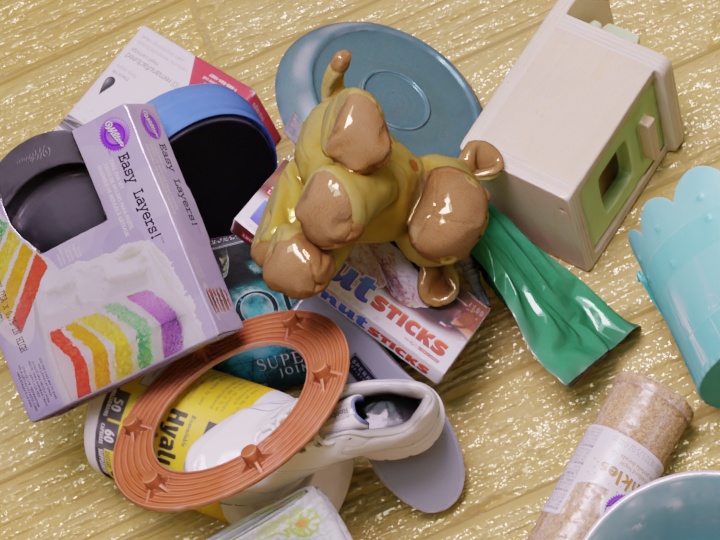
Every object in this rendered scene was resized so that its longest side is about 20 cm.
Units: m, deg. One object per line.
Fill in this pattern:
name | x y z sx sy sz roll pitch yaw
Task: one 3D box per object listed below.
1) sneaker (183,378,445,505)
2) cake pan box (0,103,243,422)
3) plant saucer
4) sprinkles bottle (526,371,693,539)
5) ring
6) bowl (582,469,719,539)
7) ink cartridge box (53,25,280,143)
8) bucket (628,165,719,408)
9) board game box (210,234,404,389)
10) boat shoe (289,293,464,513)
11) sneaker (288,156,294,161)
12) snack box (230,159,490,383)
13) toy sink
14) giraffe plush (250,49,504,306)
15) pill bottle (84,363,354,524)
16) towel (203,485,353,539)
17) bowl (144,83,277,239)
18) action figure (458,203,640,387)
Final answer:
sneaker | -0.035 0.114 1.198 0.199 0.087 0.075 -18 74 -6
cake pan box | -0.207 -0.009 1.259 0.184 0.052 0.201 -23 85 18
plant saucer | 0.025 -0.137 1.381 0.199 0.027 0.201 14 52 -18
sprinkles bottle | 0.175 0.174 1.228 0.068 0.068 0.200 24 73 25
ring | -0.099 0.096 1.202 0.200 0.019 0.201 -22 32 15
bowl | 0.246 0.251 1.148 0.200 0.105 0.202 -6 63 13
ink cartridge box | -0.193 -0.096 1.461 0.146 0.083 0.200 32 76 26
bucket | 0.312 0.006 1.200 0.206 0.207 0.135 -17 63 8
board game box | -0.036 0.022 1.338 0.199 0.136 0.028 -14 19 10
boat shoe | 0.015 0.100 1.299 0.073 0.065 0.201 -32 91 -1
sneaker | -0.012 -0.095 1.396 0.075 0.105 0.201 4 65 22
snack box | 0.000 0.000 1.269 0.200 0.024 0.072 36 62 4
toy sink | 0.189 -0.124 1.337 0.112 0.130 0.200 27 74 26
giraffe plush | 0.024 -0.050 1.218 0.173 0.162 0.200 -60 16 25
pill bottle | -0.110 0.139 1.305 0.199 0.111 0.112 16 70 22
towel | -0.061 0.275 1.205 0.171 0.048 0.201 -27 99 4
bowl | -0.150 -0.058 1.361 0.039 0.201 0.201 37 79 31
action figure | 0.118 0.002 1.303 0.200 0.055 0.118 47 39 13
